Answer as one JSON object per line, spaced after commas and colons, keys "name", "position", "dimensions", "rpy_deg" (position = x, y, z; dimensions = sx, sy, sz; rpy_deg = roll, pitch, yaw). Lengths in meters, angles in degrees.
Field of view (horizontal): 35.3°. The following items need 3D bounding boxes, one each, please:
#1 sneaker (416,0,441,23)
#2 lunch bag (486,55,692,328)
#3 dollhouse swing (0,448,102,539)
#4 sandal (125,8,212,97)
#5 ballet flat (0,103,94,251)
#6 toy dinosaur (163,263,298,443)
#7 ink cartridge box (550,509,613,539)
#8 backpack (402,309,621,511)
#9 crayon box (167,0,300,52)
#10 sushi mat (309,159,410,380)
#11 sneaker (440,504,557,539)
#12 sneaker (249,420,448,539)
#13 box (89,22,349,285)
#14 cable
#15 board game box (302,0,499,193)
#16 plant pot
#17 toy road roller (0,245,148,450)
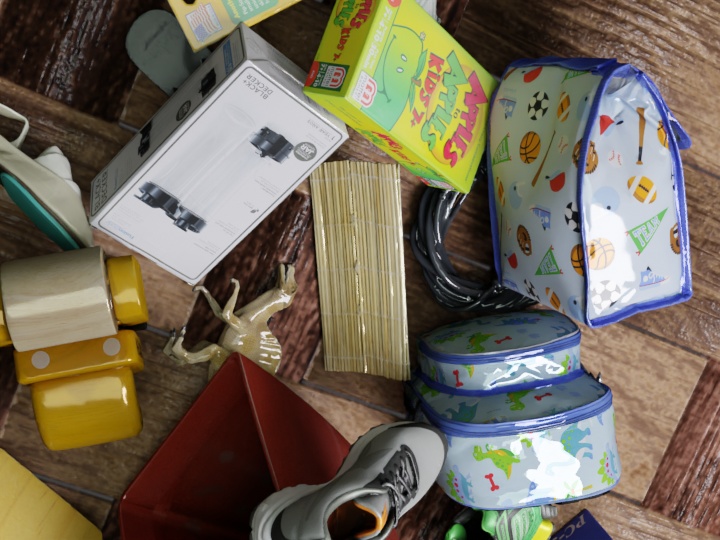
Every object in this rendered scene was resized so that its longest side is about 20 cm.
{"name": "sneaker", "position": [0.022, -0.204, 0.980], "dimensions": [0.081, 0.075, 0.201], "rpy_deg": [26, 98, -24]}
{"name": "lunch bag", "position": [0.186, -0.077, 0.941], "dimensions": [0.123, 0.170, 0.202], "rpy_deg": [-16, 106, -19]}
{"name": "dollhouse swing", "position": [-0.368, 0.288, 1.037], "dimensions": [0.200, 0.175, 0.182], "rpy_deg": [44, 51, -16]}
{"name": "sandal", "position": [-0.120, -0.144, 0.977], "dimensions": [0.200, 0.045, 0.075], "rpy_deg": [40, 93, -16]}
{"name": "ballet flat", "position": [-0.283, -0.091, 0.934], "dimensions": [0.199, 0.069, 0.070], "rpy_deg": [38, 94, 2]}
{"name": "toy dinosaur", "position": [-0.124, 0.080, 1.022], "dimensions": [0.100, 0.058, 0.201], "rpy_deg": [25, 97, -16]}
{"name": "ink cartridge box", "position": [0.175, 0.332, 1.117], "dimensions": [0.200, 0.094, 0.044], "rpy_deg": [-40, 107, 0]}
{"name": "backpack", "position": [0.131, 0.120, 1.004], "dimensions": [0.181, 0.200, 0.149], "rpy_deg": [-9, 105, -7]}
{"name": "crayon box", "position": [-0.072, -0.276, 0.899], "dimensions": [0.198, 0.052, 0.127], "rpy_deg": [-26, 105, 2]}
{"name": "sushi mat", "position": [0.000, 0.000, 1.020], "dimensions": [0.012, 0.095, 0.202], "rpy_deg": [-21, 112, -51]}
{"name": "sneaker", "position": [0.103, 0.266, 1.067], "dimensions": [0.084, 0.078, 0.201], "rpy_deg": [0, 132, -28]}
{"name": "sneaker", "position": [0.009, 0.174, 0.856], "dimensions": [0.199, 0.079, 0.075], "rpy_deg": [-26, 103, -46]}
{"name": "box", "position": [-0.120, -0.091, 0.933], "dimensions": [0.116, 0.060, 0.200], "rpy_deg": [32, 117, -34]}
{"name": "cable", "position": [0.138, -0.045, 1.051], "dimensions": [0.162, 0.051, 0.201], "rpy_deg": [32, 91, -20]}
{"name": "board game box", "position": [0.042, -0.150, 0.936], "dimensions": [0.199, 0.047, 0.103], "rpy_deg": [29, 78, -52]}
{"name": "plant pot", "position": [-0.079, 0.231, 0.990], "dimensions": [0.175, 0.200, 0.200], "rpy_deg": [29, 110, -31]}
{"name": "toy road roller", "position": [-0.231, 0.069, 0.929], "dimensions": [0.122, 0.200, 0.148], "rpy_deg": [-10, 82, -8]}
